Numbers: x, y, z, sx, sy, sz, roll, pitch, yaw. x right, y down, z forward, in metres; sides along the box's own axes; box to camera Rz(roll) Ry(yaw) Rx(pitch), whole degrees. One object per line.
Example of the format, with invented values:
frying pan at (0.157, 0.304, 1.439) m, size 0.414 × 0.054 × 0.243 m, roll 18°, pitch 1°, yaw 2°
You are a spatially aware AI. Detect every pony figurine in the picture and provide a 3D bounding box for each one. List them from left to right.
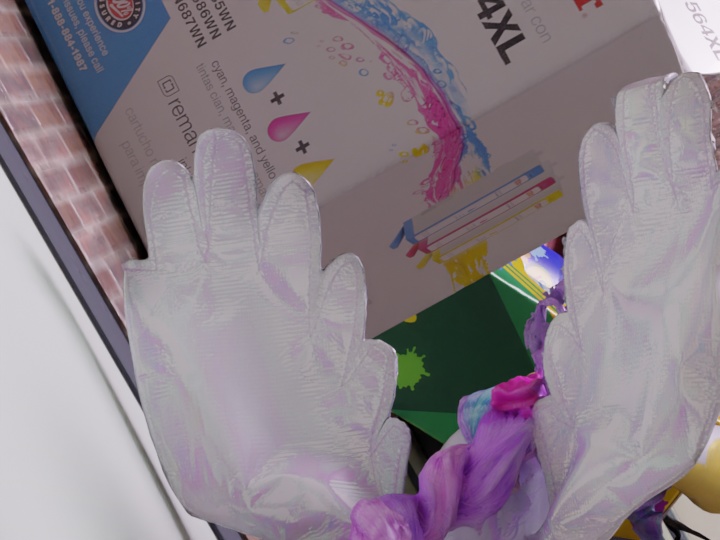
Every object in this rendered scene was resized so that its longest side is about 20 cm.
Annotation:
pony figurine at (0.038, 0.062, 0.672) m, size 0.200 × 0.166 × 0.193 m, roll 25°, pitch 60°, yaw -56°

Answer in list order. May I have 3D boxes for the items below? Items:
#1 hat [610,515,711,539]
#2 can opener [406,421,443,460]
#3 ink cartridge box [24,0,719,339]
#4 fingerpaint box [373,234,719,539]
hat at (0.095, 0.147, 0.989) m, size 0.081 × 0.201 × 0.201 m, roll 21°, pitch -4°, yaw 13°
can opener at (0.000, 0.000, 1.234) m, size 0.067 × 0.053 × 0.200 m, roll -9°, pitch 66°, yaw -50°
ink cartridge box at (0.016, -0.075, 0.882) m, size 0.129 × 0.200 × 0.125 m, roll 62°, pitch 6°, yaw 22°
fingerpaint box at (0.050, 0.010, 1.107) m, size 0.167 × 0.073 × 0.200 m, roll 33°, pitch 14°, yaw -14°
